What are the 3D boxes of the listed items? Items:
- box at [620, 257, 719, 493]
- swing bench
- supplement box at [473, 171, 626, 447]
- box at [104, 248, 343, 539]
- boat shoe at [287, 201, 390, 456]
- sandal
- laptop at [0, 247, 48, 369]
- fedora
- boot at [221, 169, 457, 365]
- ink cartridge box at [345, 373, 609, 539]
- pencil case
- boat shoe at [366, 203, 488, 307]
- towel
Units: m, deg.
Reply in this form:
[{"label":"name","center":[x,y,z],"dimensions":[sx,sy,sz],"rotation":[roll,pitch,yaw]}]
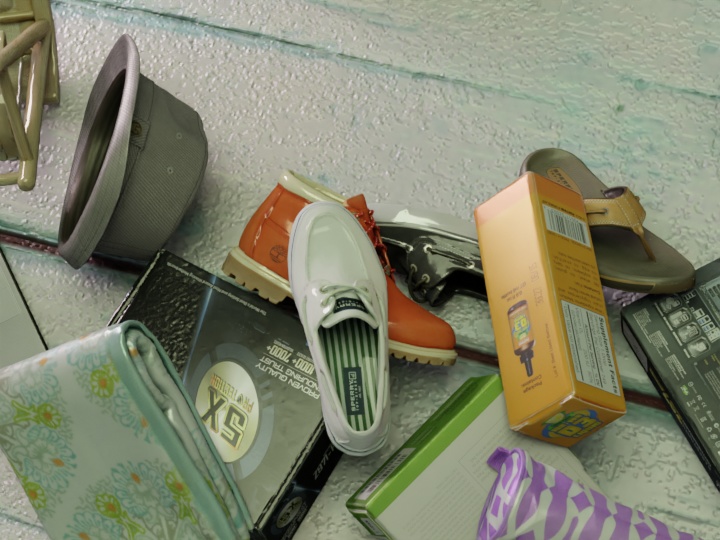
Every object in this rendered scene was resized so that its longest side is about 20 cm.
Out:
[{"label":"box","center":[0.316,0.081,1.698],"dimensions":[0.158,0.051,0.200],"rotation":[-28,64,-5]},{"label":"swing bench","center":[-0.368,-0.160,1.849],"dimensions":[0.198,0.130,0.200],"rotation":[-6,34,7]},{"label":"supplement box","center":[0.142,0.029,1.658],"dimensions":[0.067,0.069,0.200],"rotation":[-33,49,36]},{"label":"box","center":[-0.113,0.104,1.727],"dimensions":[0.200,0.086,0.164],"rotation":[27,73,18]},{"label":"boat shoe","center":[-0.007,0.037,1.653],"dimensions":[0.073,0.067,0.200],"rotation":[-12,76,-9]},{"label":"sandal","center":[0.193,-0.048,1.739],"dimensions":[0.082,0.055,0.200],"rotation":[-11,41,-22]},{"label":"laptop","center":[-0.385,0.028,1.782],"dimensions":[0.200,0.116,0.187],"rotation":[-27,66,-5]},{"label":"fedora","center":[-0.181,-0.086,1.801],"dimensions":[0.090,0.177,0.200],"rotation":[18,50,-17]},{"label":"boot","center":[0.000,0.000,1.726],"dimensions":[0.200,0.075,0.107],"rotation":[29,96,6]},{"label":"ink cartridge box","center":[0.111,0.200,1.665],"dimensions":[0.148,0.076,0.200],"rotation":[-44,96,-12]},{"label":"pencil case","center":[0.183,0.199,1.602],"dimensions":[0.200,0.084,0.086],"rotation":[25,45,-12]},{"label":"boat shoe","center":[0.071,0.000,1.764],"dimensions":[0.200,0.070,0.066],"rotation":[14,67,6]},{"label":"towel","center":[-0.186,0.147,1.651],"dimensions":[0.171,0.048,0.200],"rotation":[-22,99,34]}]
